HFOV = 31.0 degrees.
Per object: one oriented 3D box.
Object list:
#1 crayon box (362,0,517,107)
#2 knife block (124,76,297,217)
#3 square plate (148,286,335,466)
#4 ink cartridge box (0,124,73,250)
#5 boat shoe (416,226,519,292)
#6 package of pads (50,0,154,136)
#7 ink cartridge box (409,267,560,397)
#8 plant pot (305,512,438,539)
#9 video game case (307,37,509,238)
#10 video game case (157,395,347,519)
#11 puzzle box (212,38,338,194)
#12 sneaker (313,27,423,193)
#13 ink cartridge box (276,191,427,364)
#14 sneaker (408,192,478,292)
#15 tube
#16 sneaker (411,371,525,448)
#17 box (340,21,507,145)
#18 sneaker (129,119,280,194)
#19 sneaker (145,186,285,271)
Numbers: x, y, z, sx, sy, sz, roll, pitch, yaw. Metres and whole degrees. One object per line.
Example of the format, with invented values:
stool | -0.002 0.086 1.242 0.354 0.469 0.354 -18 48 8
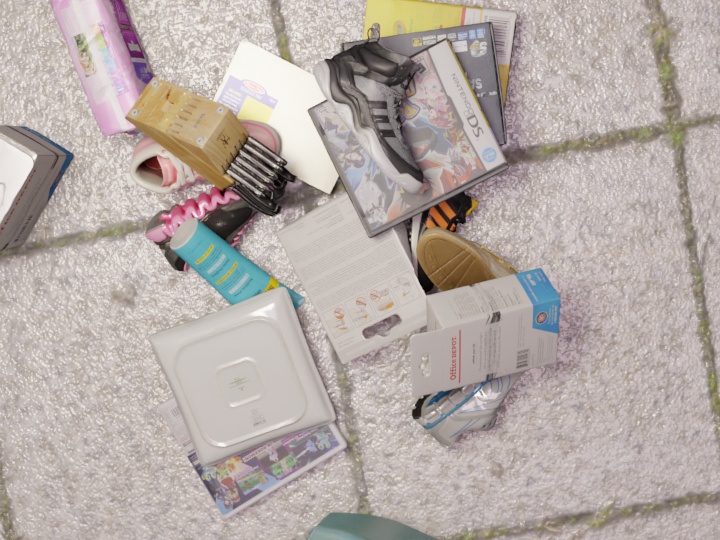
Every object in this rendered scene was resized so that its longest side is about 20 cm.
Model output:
crayon box | 0.100 -0.289 1.714 0.198 0.051 0.128 8 95 0
knife block | -0.179 -0.146 1.640 0.199 0.176 0.064 25 73 31
square plate | -0.157 0.146 1.729 0.198 0.028 0.200 -20 101 6
ink cartridge box | -0.457 -0.106 1.667 0.085 0.200 0.147 31 94 -1
boat shoe | 0.149 0.000 1.703 0.200 0.069 0.074 37 117 -26
package of pads | -0.325 -0.274 1.690 0.075 0.121 0.201 -21 94 7
ink cartridge box | 0.148 0.080 1.650 0.198 0.068 0.117 -13 131 -11
plant pot | 0.005 0.425 1.711 0.199 0.196 0.197 30 95 9
video game case | 0.060 -0.166 1.634 0.199 0.026 0.182 -26 93 4
video game case | -0.147 0.212 1.773 0.199 0.023 0.183 -31 93 4
puzzle box | -0.099 -0.206 1.738 0.199 0.025 0.134 28 95 -1
sneaker | 0.038 -0.198 1.582 0.114 0.075 0.201 -37 89 8
ink cartridge box | 0.000 0.000 1.712 0.160 0.050 0.201 -26 94 27
sneaker | 0.111 -0.069 1.721 0.089 0.070 0.202 3 93 4
tube | -0.166 0.009 1.721 0.077 0.050 0.200 -43 121 9
sneaker | 0.170 0.165 1.747 0.199 0.075 0.087 -35 111 4
box | 0.081 -0.226 1.668 0.198 0.051 0.159 -7 94 3
sneaker | -0.208 -0.143 1.691 0.198 0.105 0.076 -3 115 10
sneaker | -0.183 -0.062 1.736 0.199 0.079 0.096 -24 110 6
